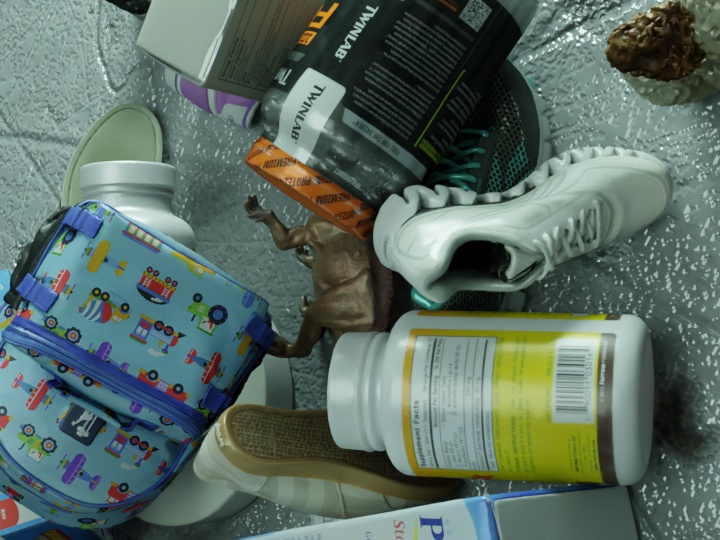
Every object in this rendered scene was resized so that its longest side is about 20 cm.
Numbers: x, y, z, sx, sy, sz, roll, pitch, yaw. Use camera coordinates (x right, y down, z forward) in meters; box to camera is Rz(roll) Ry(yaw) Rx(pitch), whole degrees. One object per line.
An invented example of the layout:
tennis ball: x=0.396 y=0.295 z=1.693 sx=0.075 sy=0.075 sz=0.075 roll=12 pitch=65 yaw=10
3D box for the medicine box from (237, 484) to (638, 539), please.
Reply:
medicine box: x=0.054 y=0.203 z=1.020 sx=0.200 sy=0.182 sz=0.103 roll=-16 pitch=77 yaw=33

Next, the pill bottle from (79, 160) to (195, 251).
pill bottle: x=-0.177 y=0.021 z=1.204 sx=0.104 sy=0.104 sz=0.200 roll=-5 pitch=84 yaw=35

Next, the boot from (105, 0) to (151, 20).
boot: x=-0.169 y=-0.295 z=1.238 sx=0.073 sy=0.154 sz=0.204 roll=45 pitch=112 yaw=29

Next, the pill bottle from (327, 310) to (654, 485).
pill bottle: x=0.084 y=0.081 z=1.022 sx=0.200 sy=0.109 sz=0.109 roll=1 pitch=87 yaw=17

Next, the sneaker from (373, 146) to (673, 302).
sneaker: x=0.113 y=-0.024 z=1.008 sx=0.081 sy=0.200 sz=0.075 roll=-124 pitch=22 yaw=-58

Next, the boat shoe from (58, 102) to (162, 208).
boat shoe: x=-0.214 y=-0.039 z=1.302 sx=0.066 sy=0.074 sz=0.200 roll=146 pitch=135 yaw=-70

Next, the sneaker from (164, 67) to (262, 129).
sneaker: x=-0.068 y=-0.206 z=1.216 sx=0.114 sy=0.073 sz=0.201 roll=33 pitch=115 yaw=29

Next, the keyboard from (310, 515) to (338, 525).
keyboard: x=-0.013 y=0.203 z=1.174 sx=0.056 sy=0.011 sz=0.200 roll=-12 pitch=79 yaw=34

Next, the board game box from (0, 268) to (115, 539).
board game box: x=-0.257 y=0.124 z=1.244 sx=0.056 sy=0.200 sz=0.196 roll=-17 pitch=73 yaw=-4

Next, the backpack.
backpack: x=-0.177 y=0.073 z=1.076 sx=0.200 sy=0.183 sz=0.135 roll=-57 pitch=11 yaw=-12

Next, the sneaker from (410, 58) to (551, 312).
sneaker: x=0.076 y=-0.052 z=1.082 sx=0.078 sy=0.091 sz=0.200 roll=1 pitch=87 yaw=35

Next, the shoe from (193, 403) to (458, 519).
shoe: x=-0.022 y=0.132 z=1.080 sx=0.053 sy=0.200 sz=0.070 roll=-51 pitch=41 yaw=32

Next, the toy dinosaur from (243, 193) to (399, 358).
toy dinosaur: x=0.000 y=0.000 z=1.141 sx=0.135 sy=0.086 sz=0.200 roll=-7 pitch=88 yaw=28

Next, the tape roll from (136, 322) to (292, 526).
tape roll: x=-0.141 y=0.101 z=1.258 sx=0.203 sy=0.037 sz=0.203 roll=-3 pitch=85 yaw=36

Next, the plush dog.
plush dog: x=0.238 y=-0.162 z=0.924 sx=0.160 sy=0.172 sz=0.200 roll=46 pitch=111 yaw=29

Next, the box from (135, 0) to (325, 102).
box: x=-0.049 y=-0.164 z=1.110 sx=0.078 sy=0.200 sz=0.095 roll=32 pitch=103 yaw=38

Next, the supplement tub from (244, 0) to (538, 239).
supplement tub: x=0.017 y=-0.128 z=1.043 sx=0.122 sy=0.123 sz=0.200 roll=31 pitch=86 yaw=33
